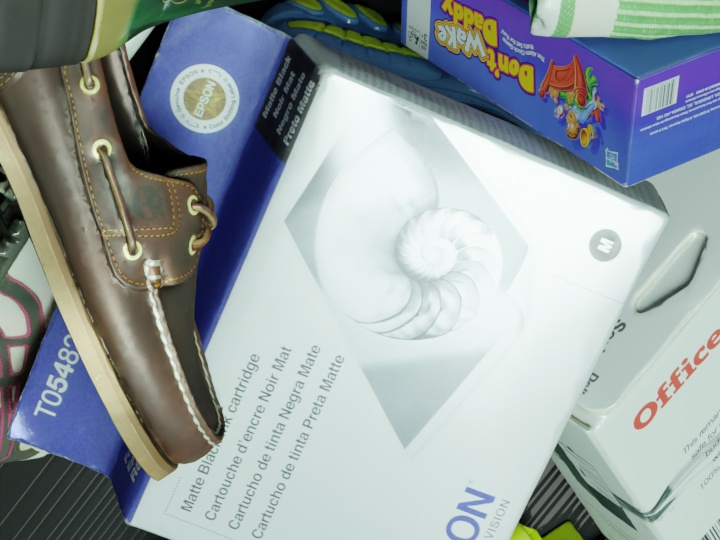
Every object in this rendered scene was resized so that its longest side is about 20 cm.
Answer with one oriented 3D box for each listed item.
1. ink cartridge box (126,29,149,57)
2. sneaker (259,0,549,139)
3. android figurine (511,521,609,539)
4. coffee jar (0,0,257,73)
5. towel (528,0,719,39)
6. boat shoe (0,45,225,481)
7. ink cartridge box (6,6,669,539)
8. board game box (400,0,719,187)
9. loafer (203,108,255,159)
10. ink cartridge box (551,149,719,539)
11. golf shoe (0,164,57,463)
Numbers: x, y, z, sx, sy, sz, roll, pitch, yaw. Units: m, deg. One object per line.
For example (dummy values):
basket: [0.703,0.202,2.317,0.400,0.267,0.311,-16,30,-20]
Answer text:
ink cartridge box: [-0.103,-0.189,0.754,0.146,0.083,0.201,33,100,-27]
sneaker: [0.034,-0.055,0.886,0.198,0.071,0.083,17,120,-23]
android figurine: [0.084,0.211,1.032,0.199,0.041,0.183,-31,120,-6]
coffee jar: [-0.048,-0.134,0.662,0.199,0.105,0.086,-18,155,-23]
towel: [0.151,-0.159,0.701,0.198,0.023,0.154,-10,117,-16]
boat shoe: [-0.087,-0.025,0.716,0.070,0.070,0.201,-23,104,0]
ink cartridge box: [-0.013,0.023,0.774,0.198,0.041,0.201,21,107,-9]
board game box: [0.134,-0.110,0.803,0.199,0.134,0.045,-22,131,-30]
loafer: [0.000,0.000,0.825,0.073,0.071,0.200,-35,121,4]
ink cartridge box: [0.150,0.043,0.904,0.147,0.083,0.200,-47,141,-9]
golf shoe: [-0.141,0.007,0.831,0.087,0.078,0.201,8,134,-30]
